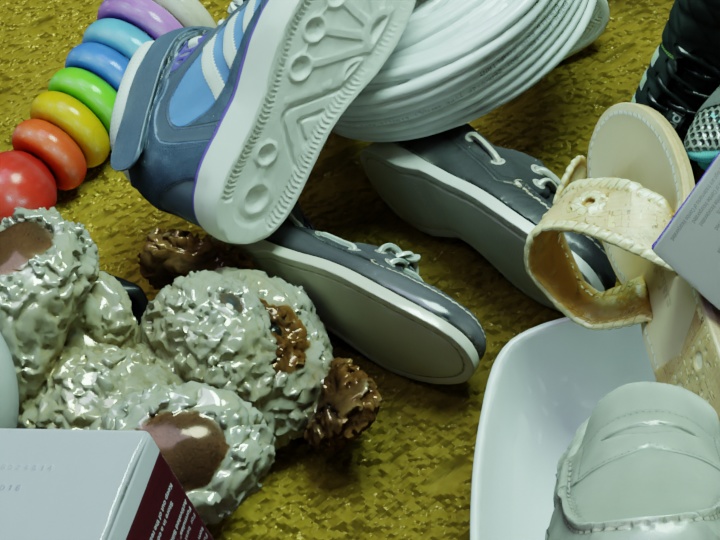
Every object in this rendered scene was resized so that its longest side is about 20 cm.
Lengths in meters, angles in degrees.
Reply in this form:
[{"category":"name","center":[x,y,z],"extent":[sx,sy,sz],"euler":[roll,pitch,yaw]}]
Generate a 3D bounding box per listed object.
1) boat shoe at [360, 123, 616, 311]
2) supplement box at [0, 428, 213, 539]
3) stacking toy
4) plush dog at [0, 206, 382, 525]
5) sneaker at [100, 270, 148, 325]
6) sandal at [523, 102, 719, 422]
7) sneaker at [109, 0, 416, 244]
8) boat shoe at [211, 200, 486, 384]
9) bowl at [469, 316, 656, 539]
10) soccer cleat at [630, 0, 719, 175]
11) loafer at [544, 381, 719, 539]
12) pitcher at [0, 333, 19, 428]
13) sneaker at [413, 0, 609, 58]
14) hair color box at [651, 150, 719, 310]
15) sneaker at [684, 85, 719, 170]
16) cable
[{"category":"boat shoe","center":[0.077,-0.038,0.901],"extent":[0.060,0.074,0.200],"euler":[-39,35,-14]},{"category":"supplement box","center":[-0.103,0.146,0.665],"extent":[0.109,0.200,0.061],"euler":[-1,48,22]},{"category":"stacking toy","center":[-0.180,-0.102,1.081],"extent":[0.085,0.085,0.200],"euler":[19,59,37]},{"category":"plush dog","center":[-0.087,0.060,0.832],"extent":[0.172,0.161,0.200],"euler":[-25,54,-33]},{"category":"sneaker","center":[-0.186,0.072,0.886],"extent":[0.078,0.070,0.200],"euler":[4,49,29]},{"category":"sandal","center":[0.106,-0.004,0.715],"extent":[0.070,0.078,0.212],"euler":[2,42,-16]},{"category":"sneaker","center":[-0.065,-0.123,0.890],"extent":[0.146,0.081,0.200],"euler":[35,99,43]},{"category":"boat shoe","center":[0.000,0.000,0.888],"extent":[0.063,0.073,0.200],"euler":[-44,40,-22]},{"category":"bowl","center":[0.150,0.104,0.704],"extent":[0.200,0.075,0.200],"euler":[-7,41,15]},{"category":"soccer cleat","center":[0.167,-0.084,0.837],"extent":[0.067,0.200,0.081],"euler":[34,71,8]},{"category":"loafer","center":[0.095,0.074,0.571],"extent":[0.070,0.070,0.200],"euler":[-4,-1,6]},{"category":"pitcher","center":[-0.211,0.090,0.738],"extent":[0.121,0.200,0.172],"euler":[-9,78,-17]},{"category":"sneaker","center":[0.054,-0.173,1.058],"extent":[0.200,0.074,0.116],"euler":[-12,43,12]},{"category":"hair color box","center":[0.221,0.011,0.620],"extent":[0.200,0.109,0.065],"euler":[45,43,17]},{"category":"sneaker","center":[0.216,-0.017,0.704],"extent":[0.091,0.078,0.200],"euler":[-42,62,12]},{"category":"cable","center":[0.038,-0.157,0.950],"extent":[0.200,0.069,0.200],"euler":[-34,41,4]}]
